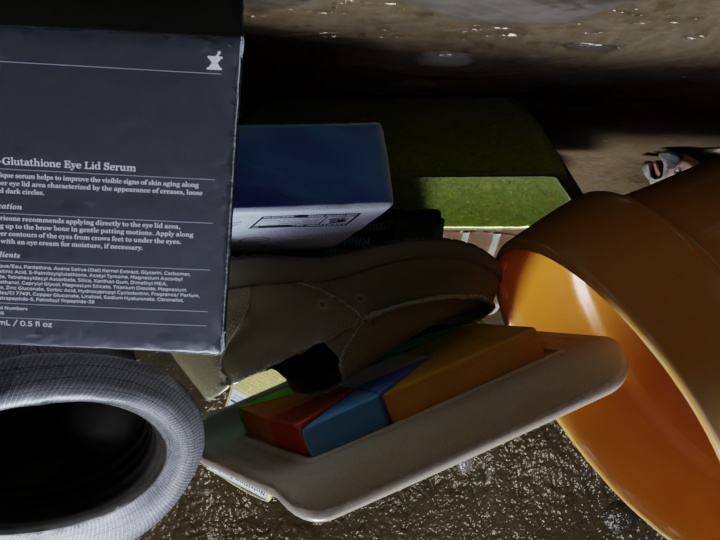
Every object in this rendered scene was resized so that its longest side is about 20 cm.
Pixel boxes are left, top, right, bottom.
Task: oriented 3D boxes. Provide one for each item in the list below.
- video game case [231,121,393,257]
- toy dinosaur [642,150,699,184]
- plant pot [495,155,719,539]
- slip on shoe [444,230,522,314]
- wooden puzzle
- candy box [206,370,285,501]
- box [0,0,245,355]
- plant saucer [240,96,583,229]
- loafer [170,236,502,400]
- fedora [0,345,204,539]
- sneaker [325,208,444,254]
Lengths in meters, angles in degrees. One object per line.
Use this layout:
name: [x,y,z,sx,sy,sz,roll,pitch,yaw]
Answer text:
video game case: [-0.110,-0.025,0.896,0.199,0.046,0.181,-2,167,-23]
toy dinosaur: [0.250,-0.022,1.174,0.199,0.086,0.135,-1,169,-30]
plant pot: [0.202,0.019,0.980,0.183,0.201,0.200,-34,-177,-14]
slip on shoe: [0.092,-0.035,1.216,0.076,0.061,0.200,20,155,3]
wooden puzzle: [0.017,0.062,0.946,0.184,0.037,0.200,-22,-169,-16]
candy box: [-0.040,0.050,1.264,0.056,0.117,0.201,28,133,8]
box: [-0.147,-0.049,0.714,0.199,0.142,0.079,3,-146,-6]
plant saucer: [0.027,-0.060,1.035,0.199,0.048,0.200,0,173,12]
loafer: [-0.013,0.027,0.926,0.199,0.068,0.076,-6,169,-29]
fedora: [-0.172,0.070,0.940,0.176,0.091,0.200,-9,149,-8]
sneaker: [0.000,0.000,1.092,0.081,0.074,0.200,8,164,-2]
